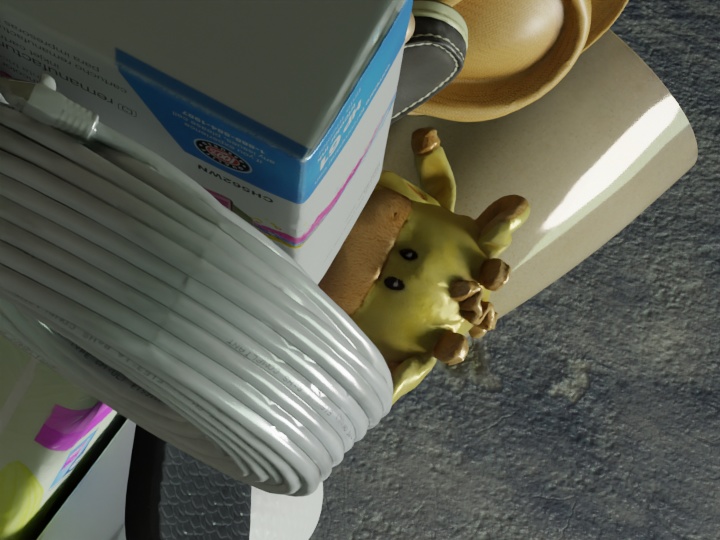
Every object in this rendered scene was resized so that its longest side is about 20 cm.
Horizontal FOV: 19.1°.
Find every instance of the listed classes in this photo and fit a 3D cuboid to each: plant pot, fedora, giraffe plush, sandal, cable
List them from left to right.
[{"bbox_3d":[-0.082,0.012,0.793,0.069,0.200,0.200,-57,179,-12],"label":"cable"},{"bbox_3d":[-0.075,0.043,0.927,0.043,0.076,0.201,-18,-130,39],"label":"sandal"},{"bbox_3d":[0.000,0.000,1.108,0.162,0.200,0.173,-152,-112,-66],"label":"giraffe plush"},{"bbox_3d":[0.052,-0.134,1.087,0.082,0.200,0.201,-101,-155,-45],"label":"fedora"},{"bbox_3d":[0.074,-0.052,1.318,0.200,0.187,0.187,-49,172,-12],"label":"plant pot"}]

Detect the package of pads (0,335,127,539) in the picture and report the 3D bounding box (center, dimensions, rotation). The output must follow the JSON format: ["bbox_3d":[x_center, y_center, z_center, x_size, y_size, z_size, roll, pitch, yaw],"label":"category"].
[{"bbox_3d":[-0.155,0.071,1.006,0.200,0.068,0.155,-56,178,27],"label":"package of pads"}]

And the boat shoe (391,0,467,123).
[{"bbox_3d":[-0.034,-0.063,1.037,0.072,0.200,0.066,45,28,-49],"label":"boat shoe"}]

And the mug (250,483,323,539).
[{"bbox_3d":[-0.129,0.148,1.435,0.175,0.147,0.201,-40,127,-59],"label":"mug"}]

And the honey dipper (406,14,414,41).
[{"bbox_3d":[-0.061,-0.066,0.948,0.200,0.038,0.038,-29,166,-11],"label":"honey dipper"}]

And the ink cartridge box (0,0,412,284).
[{"bbox_3d":[-0.066,-0.071,0.828,0.085,0.144,0.200,-61,174,-15],"label":"ink cartridge box"}]

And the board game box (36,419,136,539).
[{"bbox_3d":[-0.126,0.146,1.053,0.148,0.064,0.200,-54,180,-35],"label":"board game box"}]
